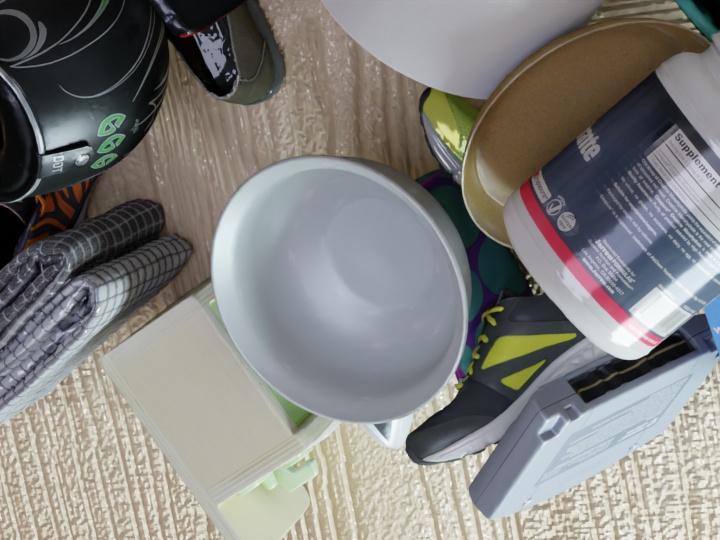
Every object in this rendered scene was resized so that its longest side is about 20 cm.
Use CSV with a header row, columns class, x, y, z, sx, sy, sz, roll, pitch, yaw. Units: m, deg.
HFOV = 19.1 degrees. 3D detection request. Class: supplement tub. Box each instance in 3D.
class,x,y,z,sx,sy,sz,roll,pitch,yaw
supplement tub,0.206,-0.051,1.393,0.200,0.140,0.140,-41,91,14

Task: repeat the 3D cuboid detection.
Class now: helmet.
class,x,y,z,sx,sy,sz,roll,pitch,yaw
helmet,-0.234,-0.158,1.545,0.200,0.191,0.201,21,134,24

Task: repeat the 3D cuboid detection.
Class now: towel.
class,x,y,z,sx,sy,sz,roll,pitch,yaw
towel,-0.246,0.034,1.671,0.200,0.166,0.086,-41,88,24

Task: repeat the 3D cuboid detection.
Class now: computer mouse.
class,x,y,z,sx,sy,sz,roll,pitch,yaw
computer mouse,-0.008,0.045,1.634,0.044,0.110,0.200,-28,106,21

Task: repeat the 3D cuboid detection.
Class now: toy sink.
class,x,y,z,sx,sy,sz,roll,pitch,yaw
toy sink,-0.082,0.103,1.653,0.112,0.130,0.200,-33,93,25

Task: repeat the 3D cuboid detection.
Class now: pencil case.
class,x,y,z,sx,sy,sz,roll,pitch,yaw
pencil case,0.079,0.024,1.590,0.200,0.092,0.085,62,153,-5

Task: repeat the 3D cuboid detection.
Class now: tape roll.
class,x,y,z,sx,sy,sz,roll,pitch,yaw
tape roll,0.079,-0.233,1.429,0.202,0.203,0.139,37,132,5

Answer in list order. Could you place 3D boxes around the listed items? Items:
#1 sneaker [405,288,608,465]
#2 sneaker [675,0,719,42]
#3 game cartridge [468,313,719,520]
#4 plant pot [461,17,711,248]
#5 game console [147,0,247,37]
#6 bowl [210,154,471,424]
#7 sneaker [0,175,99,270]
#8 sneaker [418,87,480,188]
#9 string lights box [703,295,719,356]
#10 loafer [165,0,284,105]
class,x,y,z,sx,sy,sz,roll,pitch,yaw
sneaker,0.106,0.062,1.521,0.200,0.074,0.085,-36,90,-8
sneaker,0.232,-0.224,1.453,0.077,0.091,0.200,-31,95,24
game cartridge,0.167,0.106,1.520,0.040,0.200,0.134,48,136,24
plant pot,0.156,-0.095,1.449,0.200,0.200,0.028,-52,43,26
game console,-0.129,-0.280,1.523,0.200,0.177,0.031,52,137,-2
bowl,0.000,0.000,1.514,0.200,0.090,0.202,11,116,22
sneaker,-0.243,-0.081,1.660,0.077,0.112,0.201,23,113,11
sneaker,0.132,-0.079,1.550,0.200,0.078,0.090,37,116,-7
string lights box,0.292,0.045,1.513,0.059,0.103,0.201,-15,102,26
loafer,-0.125,-0.212,1.598,0.075,0.070,0.200,-29,96,25
